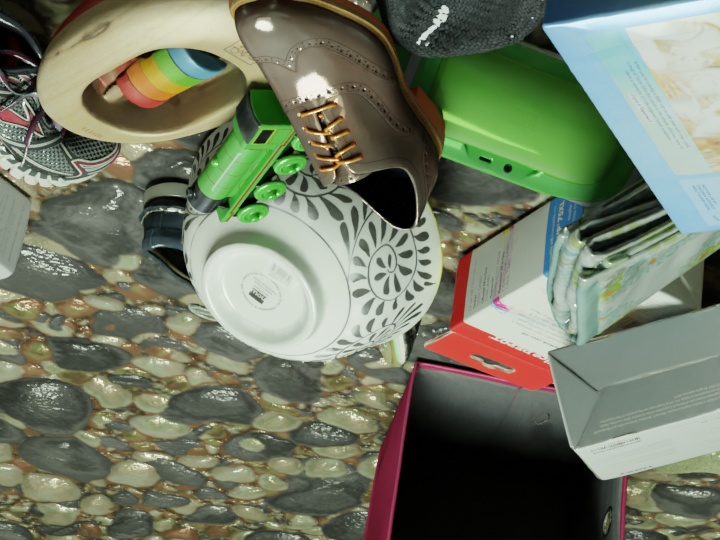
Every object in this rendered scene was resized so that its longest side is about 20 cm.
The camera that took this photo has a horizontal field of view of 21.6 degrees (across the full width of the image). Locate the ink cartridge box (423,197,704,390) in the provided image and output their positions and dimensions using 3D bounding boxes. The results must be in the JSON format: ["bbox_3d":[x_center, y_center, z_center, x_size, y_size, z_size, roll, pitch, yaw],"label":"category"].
[{"bbox_3d":[0.148,0.017,1.410,0.116,0.067,0.200,23,148,-25],"label":"ink cartridge box"}]

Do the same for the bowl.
[{"bbox_3d":[-0.051,-0.004,1.320,0.201,0.094,0.201,14,127,18],"label":"bowl"}]

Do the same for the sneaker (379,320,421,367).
[{"bbox_3d":[0.000,0.000,1.437,0.089,0.077,0.200,10,146,20],"label":"sneaker"}]

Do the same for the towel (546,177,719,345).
[{"bbox_3d":[0.200,-0.028,1.199,0.171,0.048,0.200,-31,167,-4],"label":"towel"}]

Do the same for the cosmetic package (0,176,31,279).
[{"bbox_3d":[-0.351,-0.065,1.414,0.102,0.074,0.200,-11,146,32],"label":"cosmetic package"}]

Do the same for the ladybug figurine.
[{"bbox_3d":[-0.119,-0.144,1.190,0.200,0.072,0.136,-20,149,35],"label":"ladybug figurine"}]

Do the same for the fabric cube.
[{"bbox_3d":[0.112,0.223,1.657,0.200,0.196,0.199,11,151,-3],"label":"fabric cube"}]

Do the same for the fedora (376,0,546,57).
[{"bbox_3d":[0.060,-0.182,1.055,0.200,0.092,0.201,8,151,4],"label":"fedora"}]

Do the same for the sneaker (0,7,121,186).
[{"bbox_3d":[-0.228,-0.118,1.258,0.075,0.081,0.200,-9,153,32],"label":"sneaker"}]

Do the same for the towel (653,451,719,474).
[{"bbox_3d":[0.336,0.136,1.598,0.200,0.037,0.148,3,150,11],"label":"towel"}]

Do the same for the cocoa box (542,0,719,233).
[{"bbox_3d":[0.199,-0.128,0.983,0.133,0.131,0.200,-6,146,31],"label":"cocoa box"}]

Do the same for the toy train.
[{"bbox_3d":[-0.055,-0.089,1.187,0.056,0.042,0.200,-3,152,-32],"label":"toy train"}]

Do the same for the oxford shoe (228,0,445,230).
[{"bbox_3d":[-0.009,-0.093,1.075,0.071,0.073,0.200,-13,146,30],"label":"oxford shoe"}]

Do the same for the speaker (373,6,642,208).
[{"bbox_3d":[0.095,-0.103,1.195,0.200,0.089,0.088,19,150,-17],"label":"speaker"}]

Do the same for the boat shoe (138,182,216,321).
[{"bbox_3d":[-0.103,0.005,1.471,0.075,0.062,0.200,-9,147,26],"label":"boat shoe"}]

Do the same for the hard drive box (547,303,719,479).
[{"bbox_3d":[0.234,0.093,1.412,0.156,0.077,0.200,-16,164,9],"label":"hard drive box"}]
